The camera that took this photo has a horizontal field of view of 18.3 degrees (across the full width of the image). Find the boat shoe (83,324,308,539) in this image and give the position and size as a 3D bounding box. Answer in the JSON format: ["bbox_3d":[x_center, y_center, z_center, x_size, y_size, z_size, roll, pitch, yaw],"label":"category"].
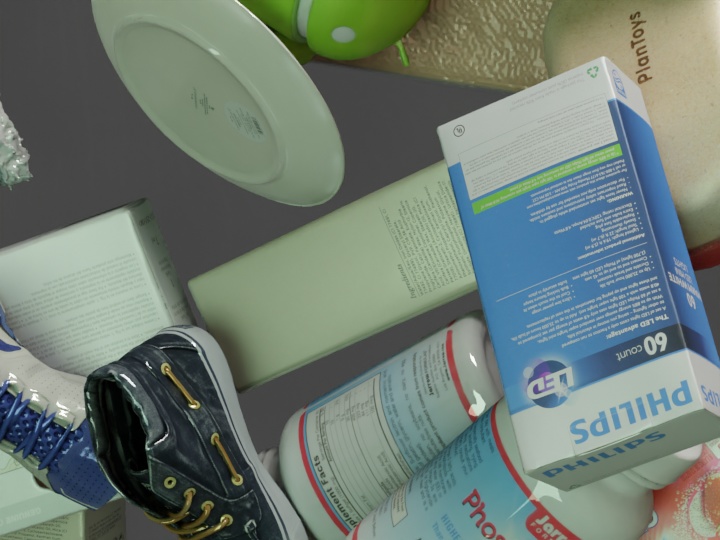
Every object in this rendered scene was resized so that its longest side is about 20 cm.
[{"bbox_3d":[-0.102,0.137,1.350,0.071,0.091,0.200,-22,93,38],"label":"boat shoe"}]

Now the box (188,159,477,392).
[{"bbox_3d":[0.000,0.000,1.391,0.200,0.068,0.082,-23,91,26],"label":"box"}]

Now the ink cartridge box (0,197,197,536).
[{"bbox_3d":[-0.197,0.067,1.437,0.200,0.044,0.174,-18,97,18],"label":"ink cartridge box"}]

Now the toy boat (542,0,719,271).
[{"bbox_3d":[0.186,-0.083,1.277,0.130,0.131,0.200,-22,50,23],"label":"toy boat"}]

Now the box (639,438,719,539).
[{"bbox_3d":[0.183,0.169,1.339,0.200,0.103,0.095,-42,84,23],"label":"box"}]

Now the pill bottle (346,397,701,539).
[{"bbox_3d":[0.091,0.134,1.256,0.200,0.109,0.109,-44,82,24],"label":"pill bottle"}]

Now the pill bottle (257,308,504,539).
[{"bbox_3d":[0.022,0.114,1.392,0.200,0.109,0.109,-31,88,26],"label":"pill bottle"}]

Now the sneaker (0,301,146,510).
[{"bbox_3d":[-0.230,0.079,1.366,0.199,0.115,0.081,41,109,4],"label":"sneaker"}]

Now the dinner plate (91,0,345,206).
[{"bbox_3d":[-0.094,-0.109,1.372,0.200,0.024,0.200,32,154,18],"label":"dinner plate"}]

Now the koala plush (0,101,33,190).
[{"bbox_3d":[-0.295,-0.144,1.451,0.177,0.184,0.200,2,113,23],"label":"koala plush"}]

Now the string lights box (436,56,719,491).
[{"bbox_3d":[0.116,0.002,1.167,0.103,0.059,0.200,-22,67,21],"label":"string lights box"}]

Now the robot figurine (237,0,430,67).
[{"bbox_3d":[-0.038,-0.204,1.346,0.200,0.116,0.176,33,124,13],"label":"robot figurine"}]

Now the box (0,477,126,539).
[{"bbox_3d":[-0.207,0.097,1.508,0.082,0.068,0.200,6,103,20],"label":"box"}]
